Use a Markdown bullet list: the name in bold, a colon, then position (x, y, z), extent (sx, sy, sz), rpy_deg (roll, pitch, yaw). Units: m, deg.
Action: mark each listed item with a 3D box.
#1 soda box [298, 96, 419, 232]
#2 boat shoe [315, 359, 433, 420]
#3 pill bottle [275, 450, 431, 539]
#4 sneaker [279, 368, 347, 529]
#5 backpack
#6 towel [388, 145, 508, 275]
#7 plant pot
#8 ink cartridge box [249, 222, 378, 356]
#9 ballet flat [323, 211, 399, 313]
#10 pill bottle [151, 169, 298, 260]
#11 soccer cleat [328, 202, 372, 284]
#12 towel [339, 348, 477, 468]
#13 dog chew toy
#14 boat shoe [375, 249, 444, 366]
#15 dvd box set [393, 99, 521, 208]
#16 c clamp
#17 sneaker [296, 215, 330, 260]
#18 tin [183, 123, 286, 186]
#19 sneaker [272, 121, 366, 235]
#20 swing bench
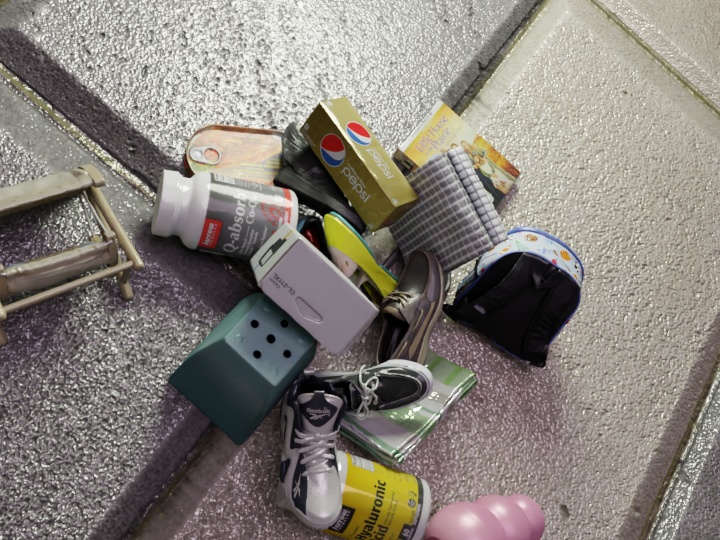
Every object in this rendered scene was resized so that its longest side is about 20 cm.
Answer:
- **soda box**: position (-0.002, -0.160, 1.331), extent (0.064, 0.068, 0.201), rpy_deg (-24, 74, -47)
- **boat shoe**: position (0.003, 0.170, 1.256), extent (0.197, 0.068, 0.074), rpy_deg (-1, 102, 9)
- **pill bottle**: position (-0.012, 0.315, 1.233), extent (0.199, 0.111, 0.112), rpy_deg (21, 63, -13)
- **sneaker**: position (-0.059, 0.216, 1.135), extent (0.079, 0.130, 0.200), rpy_deg (3, 50, -10)
- **backpack**: position (0.264, 0.028, 1.421), extent (0.199, 0.191, 0.155), rpy_deg (29, 45, -10)
- **towel**: position (0.115, -0.076, 1.367), extent (0.085, 0.200, 0.166), rpy_deg (-29, 88, -35)
- **plant pot**: position (-0.146, 0.120, 1.204), extent (0.141, 0.200, 0.142), rpy_deg (42, 59, -2)
- **ink cartridge box**: position (-0.066, 0.021, 1.198), extent (0.146, 0.200, 0.083), rpy_deg (43, 89, -13)
- **ballet flat**: position (0.000, 0.000, 1.337), extent (0.067, 0.067, 0.200), rpy_deg (-51, 122, -13)
- **pill bottle**: position (-0.201, -0.081, 1.311), extent (0.198, 0.116, 0.117), rpy_deg (10, 66, -18)
- **soccer cleat**: position (-0.012, -0.058, 1.398), extent (0.068, 0.085, 0.202), rpy_deg (17, 64, -16)
- **towel**: position (0.059, 0.186, 1.317), extent (0.149, 0.031, 0.200), rpy_deg (28, 53, 32)
- **dog chew toy**: position (0.188, 0.385, 1.290), extent (0.199, 0.124, 0.125), rpy_deg (-11, 74, -35)
- **boat shoe**: position (0.071, 0.063, 1.311), extent (0.073, 0.074, 0.202), rpy_deg (22, 75, -46)
- **dvd box set**: position (0.172, -0.187, 1.560), extent (0.200, 0.029, 0.147), rpy_deg (41, 60, -3)
- **c clamp**: position (0.065, 0.001, 1.445), extent (0.171, 0.027, 0.201), rpy_deg (40, 58, -9)
- **sneaker**: position (-0.084, 0.009, 1.338), extent (0.078, 0.090, 0.202), rpy_deg (2, 72, -22)
- **tin**: position (-0.179, -0.168, 1.400), extent (0.198, 0.042, 0.113), rpy_deg (3, 64, -22)
- **sneaker**: position (-0.055, -0.141, 1.371), extent (0.199, 0.060, 0.104), rpy_deg (31, 66, 14)
- **swing bench**: position (-0.426, -0.037, 1.190), extent (0.198, 0.130, 0.201), rpy_deg (-22, 79, -28)
